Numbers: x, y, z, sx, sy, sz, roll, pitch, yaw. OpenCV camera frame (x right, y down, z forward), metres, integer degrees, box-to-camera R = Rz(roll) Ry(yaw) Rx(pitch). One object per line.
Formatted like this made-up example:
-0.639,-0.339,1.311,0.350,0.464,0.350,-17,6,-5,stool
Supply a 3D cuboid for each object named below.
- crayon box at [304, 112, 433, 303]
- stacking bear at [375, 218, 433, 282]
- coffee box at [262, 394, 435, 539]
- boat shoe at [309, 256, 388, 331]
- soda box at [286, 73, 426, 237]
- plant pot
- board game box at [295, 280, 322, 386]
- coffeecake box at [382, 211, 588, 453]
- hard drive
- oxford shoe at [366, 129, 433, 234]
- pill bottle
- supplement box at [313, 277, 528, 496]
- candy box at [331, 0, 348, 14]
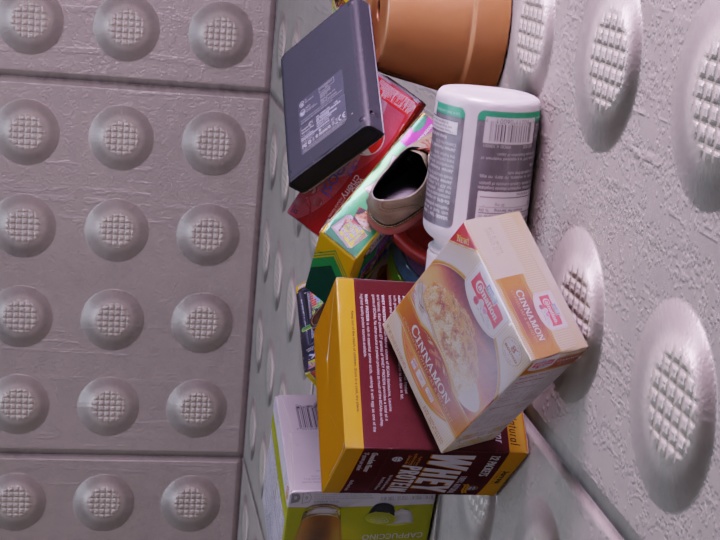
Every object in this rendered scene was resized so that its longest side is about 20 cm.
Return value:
0.021,-0.067,1.659,0.200,0.058,0.173,-51,-9,-22,crayon box
0.075,-0.003,1.670,0.122,0.113,0.200,-48,-5,-32,stacking bear
-0.021,0.308,1.905,0.201,0.197,0.200,-106,21,-56,coffee box
0.000,0.000,1.807,0.200,0.072,0.076,-47,25,5,boat shoe
-0.004,-0.134,1.671,0.201,0.063,0.070,-55,-6,9,soda box
0.085,-0.302,1.657,0.200,0.138,0.203,-178,90,-79,plant pot
-0.019,0.128,2.029,0.200,0.056,0.167,51,-159,-43,board game box
0.117,0.063,1.379,0.155,0.072,0.200,65,146,22,coffeecake box
-0.037,-0.208,1.648,0.139,0.033,0.202,-33,48,35,hard drive
0.087,-0.122,1.540,0.070,0.200,0.075,41,167,18,oxford shoe
0.124,-0.088,1.478,0.113,0.112,0.203,-124,39,-71,pill bottle
0.061,0.130,1.528,0.133,0.197,0.199,114,156,-58,supplement box
-0.026,-0.449,2.525,0.201,0.026,0.103,-108,20,-61,candy box
